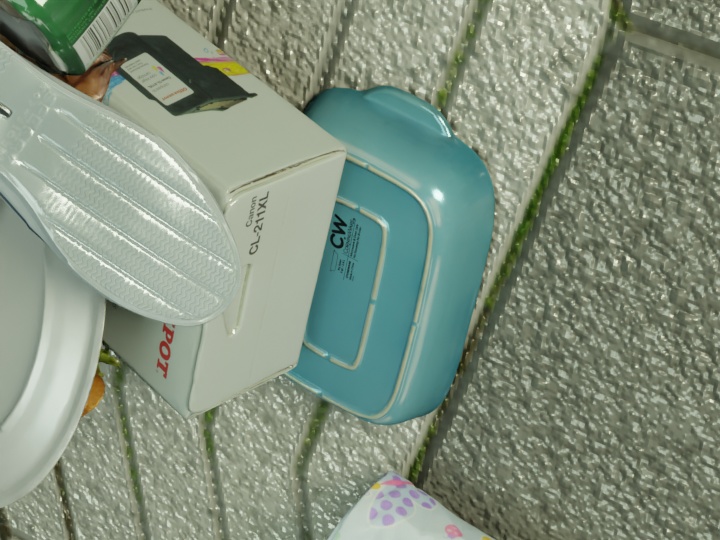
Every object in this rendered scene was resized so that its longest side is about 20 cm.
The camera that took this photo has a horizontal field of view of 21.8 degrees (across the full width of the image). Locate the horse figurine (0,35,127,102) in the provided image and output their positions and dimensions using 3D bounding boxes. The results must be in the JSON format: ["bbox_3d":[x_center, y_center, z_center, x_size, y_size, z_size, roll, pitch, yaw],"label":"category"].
[{"bbox_3d":[-0.211,-0.066,0.920,0.200,0.050,0.133,-48,70,9],"label":"horse figurine"}]

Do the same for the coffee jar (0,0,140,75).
[{"bbox_3d":[-0.103,-0.192,0.834,0.104,0.200,0.085,37,170,13],"label":"coffee jar"}]

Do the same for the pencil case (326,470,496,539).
[{"bbox_3d":[0.068,0.194,1.000,0.199,0.083,0.091,34,108,16],"label":"pencil case"}]

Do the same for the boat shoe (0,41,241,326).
[{"bbox_3d":[-0.135,-0.052,0.846,0.200,0.062,0.072,42,89,-10],"label":"boat shoe"}]

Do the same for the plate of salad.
[{"bbox_3d":[-0.180,0.021,0.955,0.199,0.048,0.202,-8,79,47],"label":"plate of salad"}]

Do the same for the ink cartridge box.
[{"bbox_3d":[-0.111,-0.044,0.962,0.200,0.083,0.146,39,133,29],"label":"ink cartridge box"}]

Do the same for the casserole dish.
[{"bbox_3d":[0.000,0.000,0.969,0.121,0.039,0.201,27,127,20],"label":"casserole dish"}]
